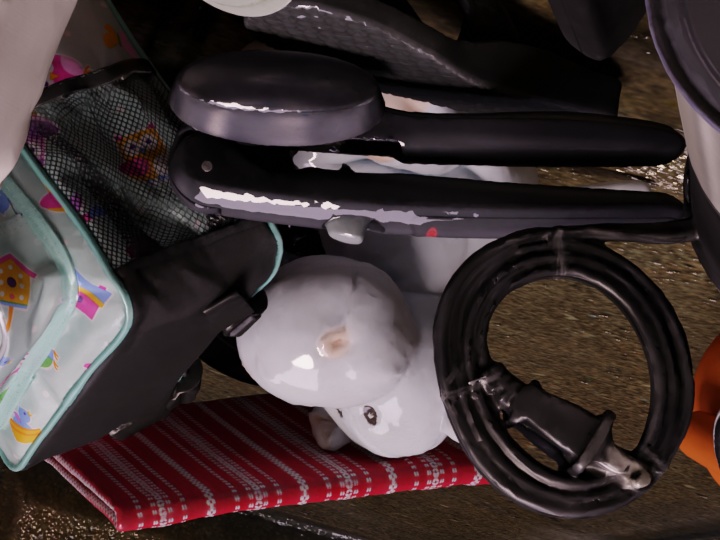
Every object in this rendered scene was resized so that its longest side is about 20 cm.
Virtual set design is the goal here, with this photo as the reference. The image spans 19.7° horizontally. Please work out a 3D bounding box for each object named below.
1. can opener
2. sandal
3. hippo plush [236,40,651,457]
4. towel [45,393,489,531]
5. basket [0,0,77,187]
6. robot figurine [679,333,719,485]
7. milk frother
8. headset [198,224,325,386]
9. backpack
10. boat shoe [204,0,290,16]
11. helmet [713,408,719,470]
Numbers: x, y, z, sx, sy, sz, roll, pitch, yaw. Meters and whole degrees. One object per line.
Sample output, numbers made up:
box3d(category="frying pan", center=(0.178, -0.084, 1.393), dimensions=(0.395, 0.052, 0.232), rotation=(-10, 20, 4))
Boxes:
box3d(category="can opener", center=(0.025, -0.038, 0.777), dimensions=(0.199, 0.064, 0.079), rotation=(9, 175, -5))
box3d(category="sandal", center=(0.028, -0.094, 0.797), dimensions=(0.075, 0.048, 0.200), rotation=(3, 175, 39))
box3d(category="hippo plush", center=(0.000, 0.000, 0.938), dimensions=(0.159, 0.162, 0.200), rotation=(2, 162, 43))
box3d(category="towel", center=(-0.041, 0.086, 0.969), dimensions=(0.199, 0.023, 0.145), rotation=(-5, -167, -25))
box3d(category="basket", center=(-0.144, -0.118, 0.524), dimensions=(0.160, 0.201, 0.198), rotation=(23, 165, -17))
box3d(category="robot figurine", center=(0.242, 0.070, 1.052), dimensions=(0.143, 0.117, 0.200), rotation=(19, 166, -15))
box3d(category="milk frother", center=(0.111, -0.023, 0.639), dimensions=(0.180, 0.201, 0.188), rotation=(15, 167, 17))
box3d(category="headset", center=(-0.025, 0.004, 1.080), dimensions=(0.199, 0.124, 0.094), rotation=(-4, 153, -35))
box3d(category="backpack", center=(-0.151, -0.033, 0.859), dimensions=(0.153, 0.201, 0.176), rotation=(-17, 161, -33))
box3d(category="boat shoe", center=(-0.028, -0.134, 0.636), dimensions=(0.076, 0.060, 0.200), rotation=(38, 164, -10))
box3d(category="helmet", center=(0.257, 0.054, 0.815), dimensions=(0.200, 0.190, 0.200), rotation=(45, 162, 20))
